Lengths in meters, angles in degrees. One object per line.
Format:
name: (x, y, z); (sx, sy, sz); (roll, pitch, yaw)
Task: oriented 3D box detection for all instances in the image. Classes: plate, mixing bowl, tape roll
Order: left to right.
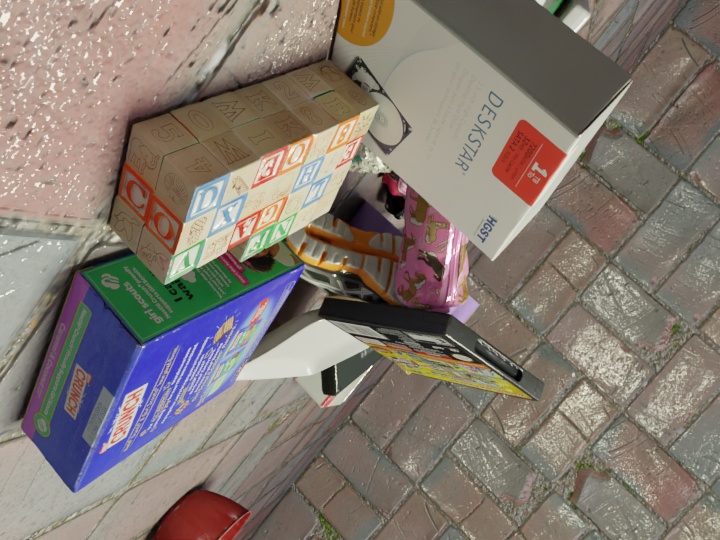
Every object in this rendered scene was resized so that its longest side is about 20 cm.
mixing bowl: (-0.305, 0.482, 1.243); (0.200, 0.108, 0.201); (-46, 167, -14)
plate: (-0.063, 0.096, 0.900); (0.198, 0.033, 0.197); (-31, 158, 31)
tape roll: (0.055, 0.008, 0.883); (0.085, 0.200, 0.200); (-47, 168, 5)

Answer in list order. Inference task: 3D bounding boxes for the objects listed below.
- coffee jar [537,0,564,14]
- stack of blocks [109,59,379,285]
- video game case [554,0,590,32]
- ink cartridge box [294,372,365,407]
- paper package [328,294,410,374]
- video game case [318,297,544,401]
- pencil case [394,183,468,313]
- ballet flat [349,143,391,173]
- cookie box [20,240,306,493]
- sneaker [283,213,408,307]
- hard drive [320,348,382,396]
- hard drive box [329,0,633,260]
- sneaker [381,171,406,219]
coffee jar: (0.132, -0.249, 0.608); (0.201, 0.084, 0.105); (-51, -156, 14)
stack of blocks: (-0.080, -0.068, 0.491); (0.199, 0.058, 0.116); (-37, 163, -48)
video game case: (0.162, -0.235, 0.708); (0.183, 0.022, 0.202); (-48, -163, 39)
ink cartridge box: (-0.043, 0.198, 1.396); (0.146, 0.083, 0.200); (-49, 167, -3)
paper package: (0.074, 0.044, 1.088); (0.104, 0.190, 0.199); (-52, 167, 21)
video game case: (0.075, 0.085, 0.748); (0.179, 0.197, 0.026); (35, 70, -36)
pencil case: (0.079, -0.061, 0.665); (0.086, 0.081, 0.205); (-41, 140, -59)
ballet flat: (0.043, -0.148, 0.724); (0.199, 0.072, 0.072); (-32, 160, -50)
cookie box: (-0.156, 0.057, 0.559); (0.173, 0.075, 0.199); (-56, 167, 30)
sneaker: (0.000, 0.000, 0.752); (0.077, 0.196, 0.080); (-43, -154, 52)
hard drive: (-0.013, 0.116, 1.188); (0.199, 0.032, 0.144); (-26, 116, -63)
hard drive box: (0.073, -0.133, 0.511); (0.077, 0.199, 0.157); (-41, 166, -28)
sneaker: (0.070, -0.091, 0.933); (0.074, 0.081, 0.202); (-35, 148, -10)
